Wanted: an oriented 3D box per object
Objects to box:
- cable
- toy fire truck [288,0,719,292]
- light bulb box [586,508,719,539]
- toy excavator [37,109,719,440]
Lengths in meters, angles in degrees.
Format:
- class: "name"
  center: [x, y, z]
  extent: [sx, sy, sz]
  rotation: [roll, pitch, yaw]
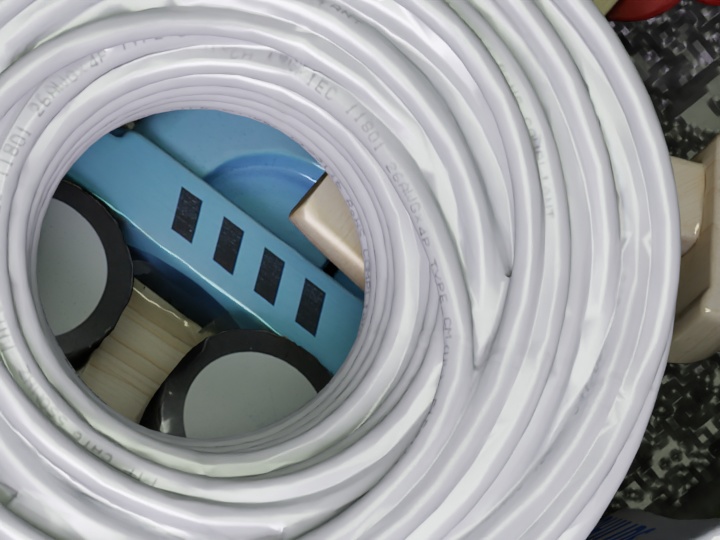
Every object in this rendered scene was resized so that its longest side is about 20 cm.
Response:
- class: "cable"
  center: [-0.033, 0.002, 0.640]
  extent: [0.200, 0.069, 0.200]
  rotation: [14, 82, -4]
- class: "toy fire truck"
  center: [0.017, -0.102, 0.738]
  extent: [0.176, 0.200, 0.129]
  rotation: [27, 121, 1]
- class: "light bulb box"
  center: [0.023, 0.157, 0.711]
  extent: [0.200, 0.198, 0.125]
  rotation: [-28, 88, -5]
- class: "toy excavator"
  center: [0.000, 0.000, 0.759]
  extent: [0.194, 0.100, 0.200]
  rotation: [36, 61, -2]
